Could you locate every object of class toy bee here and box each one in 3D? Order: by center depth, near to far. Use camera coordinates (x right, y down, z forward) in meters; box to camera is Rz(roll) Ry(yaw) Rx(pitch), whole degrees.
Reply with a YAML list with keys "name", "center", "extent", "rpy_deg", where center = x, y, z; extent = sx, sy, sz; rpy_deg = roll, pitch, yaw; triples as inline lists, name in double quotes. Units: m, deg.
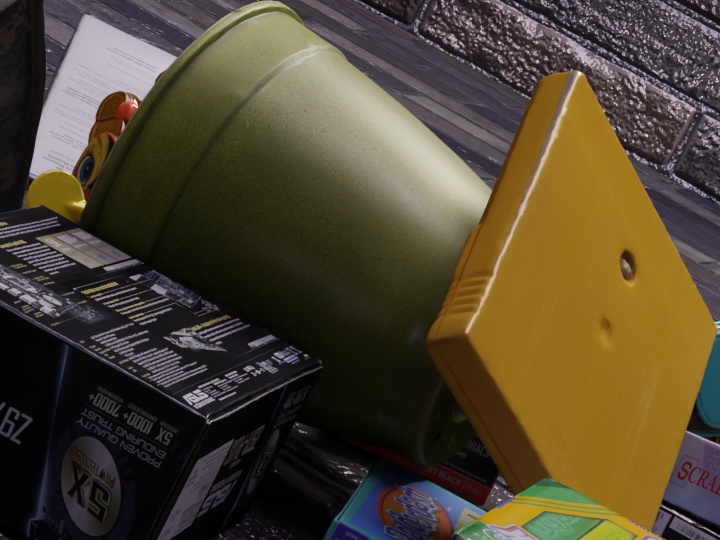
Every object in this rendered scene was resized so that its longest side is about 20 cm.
- name: "toy bee"
  center: [-0.141, -0.037, 1.539]
  extent: [0.200, 0.109, 0.131]
  rpy_deg: [34, 15, 33]

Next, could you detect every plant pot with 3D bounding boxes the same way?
- name: "plant pot"
  center: [-0.011, -0.003, 1.366]
  extent: [0.193, 0.200, 0.200]
  rpy_deg: [31, 11, 19]

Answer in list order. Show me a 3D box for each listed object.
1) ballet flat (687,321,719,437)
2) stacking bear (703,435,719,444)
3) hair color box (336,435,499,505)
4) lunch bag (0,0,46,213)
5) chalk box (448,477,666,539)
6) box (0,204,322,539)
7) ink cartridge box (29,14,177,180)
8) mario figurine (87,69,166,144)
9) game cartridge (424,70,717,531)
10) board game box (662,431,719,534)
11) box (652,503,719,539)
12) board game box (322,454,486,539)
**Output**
- name: "ballet flat"
  center: [0.173, 0.068, 1.574]
  extent: [0.200, 0.067, 0.070]
  rpy_deg: [-16, 13, -33]
- name: "stacking bear"
  center: [0.225, 0.131, 1.632]
  extent: [0.200, 0.121, 0.114]
  rpy_deg: [17, -25, 7]
- name: "hair color box"
  center: [0.040, 0.067, 1.607]
  extent: [0.101, 0.061, 0.200]
  rpy_deg: [26, 10, -2]
- name: "lunch bag"
  center: [-0.250, -0.096, 1.398]
  extent: [0.118, 0.200, 0.164]
  rpy_deg: [-32, 58, -29]
- name: "chalk box"
  center: [0.074, 0.171, 1.035]
  extent: [0.125, 0.124, 0.200]
  rpy_deg: [29, 11, 12]
- name: "box"
  center: [-0.126, 0.051, 1.214]
  extent: [0.164, 0.086, 0.200]
  rpy_deg: [29, 11, 8]
- name: "ink cartridge box"
  center: [-0.125, -0.068, 1.822]
  extent: [0.196, 0.043, 0.200]
  rpy_deg: [26, 37, -9]
- name: "mario figurine"
  center: [-0.078, -0.030, 1.659]
  extent: [0.123, 0.106, 0.200]
  rpy_deg: [10, -26, 41]
- name: "game cartridge"
  center: [0.104, 0.032, 1.299]
  extent: [0.176, 0.032, 0.200]
  rpy_deg: [59, 38, -29]
- name: "board game box"
  center: [0.248, 0.151, 1.436]
  extent: [0.200, 0.041, 0.200]
  rpy_deg: [32, -4, -28]
- name: "box"
  center: [0.195, 0.170, 1.422]
  extent: [0.198, 0.050, 0.200]
  rpy_deg: [30, -3, 9]
- name: "board game box"
  center: [0.076, 0.165, 1.278]
  extent: [0.200, 0.045, 0.152]
  rpy_deg: [29, 11, 4]
